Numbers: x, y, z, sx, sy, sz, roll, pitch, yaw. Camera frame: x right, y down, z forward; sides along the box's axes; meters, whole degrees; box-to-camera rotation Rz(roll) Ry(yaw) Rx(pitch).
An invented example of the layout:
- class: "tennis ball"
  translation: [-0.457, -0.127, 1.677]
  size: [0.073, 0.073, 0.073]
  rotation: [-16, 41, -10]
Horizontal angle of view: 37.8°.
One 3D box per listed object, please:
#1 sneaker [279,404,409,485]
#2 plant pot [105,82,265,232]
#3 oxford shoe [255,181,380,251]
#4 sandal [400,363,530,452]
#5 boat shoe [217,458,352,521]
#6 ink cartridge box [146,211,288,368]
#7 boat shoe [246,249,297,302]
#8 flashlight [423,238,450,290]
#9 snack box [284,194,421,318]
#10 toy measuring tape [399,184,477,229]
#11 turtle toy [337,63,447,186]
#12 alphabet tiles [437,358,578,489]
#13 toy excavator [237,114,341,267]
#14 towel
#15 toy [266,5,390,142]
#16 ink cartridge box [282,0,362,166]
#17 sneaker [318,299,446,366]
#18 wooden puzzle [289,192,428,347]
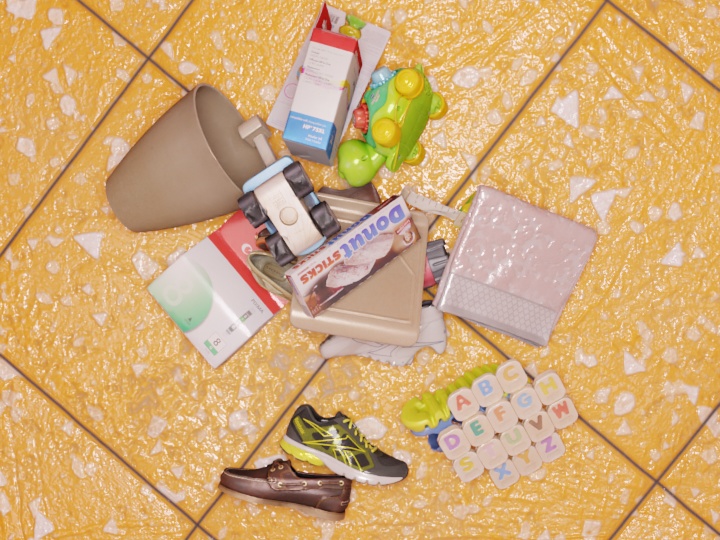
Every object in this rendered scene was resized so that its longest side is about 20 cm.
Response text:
- class: "sneaker"
  translation: [-0.020, 0.257, 1.557]
  size: [0.197, 0.074, 0.086]
  rotation: [16, 92, 4]
- class: "plant pot"
  translation: [-0.265, -0.139, 1.532]
  size: [0.198, 0.187, 0.189]
  rotation: [-27, 89, 17]
- class: "oxford shoe"
  translation: [-0.064, -0.079, 1.568]
  size: [0.197, 0.071, 0.074]
  rotation: [-16, 73, -2]
- class: "sandal"
  translation: [0.159, 0.204, 1.552]
  size: [0.198, 0.080, 0.088]
  rotation: [-21, 120, 0]
- class: "boat shoe"
  translation: [-0.110, 0.315, 1.569]
  size: [0.197, 0.070, 0.071]
  rotation: [12, 99, -4]
- class: "ink cartridge box"
  translation: [-0.195, 0.022, 1.582]
  size: [0.200, 0.050, 0.161]
  rotation: [-42, 88, 6]
- class: "boat shoe"
  translation: [-0.073, 0.023, 1.522]
  size: [0.199, 0.063, 0.074]
  rotation: [26, 82, 19]
- class: "flashlight"
  translation: [0.039, 0.013, 1.557]
  size: [0.197, 0.068, 0.068]
  rotation: [-17, 127, 8]
- class: "snack box"
  translation: [-0.008, -0.021, 1.447]
  size: [0.199, 0.024, 0.072]
  rotation: [-36, 113, -20]
- class: "toy measuring tape"
  translation: [0.151, -0.098, 1.531]
  size: [0.198, 0.074, 0.074]
  rotation: [20, 92, -13]
- class: "turtle toy"
  translation: [0.037, -0.211, 1.525]
  size: [0.100, 0.145, 0.202]
  rotation: [28, 92, 25]
- class: "alphabet tiles"
  translation: [0.214, 0.227, 1.522]
  size: [0.198, 0.015, 0.197]
  rotation: [-30, 117, 2]
- class: "toy excavator"
  translation: [-0.115, -0.119, 1.478]
  size: [0.099, 0.200, 0.196]
  rotation: [-32, 101, 5]
- class: "towel"
  translation: [0.222, -0.002, 1.515]
  size: [0.198, 0.032, 0.193]
  rotation: [20, 99, -18]
- class: "toy"
  translation: [-0.045, -0.281, 1.565]
  size: [0.114, 0.047, 0.202]
  rotation: [24, 87, 10]
- class: "ink cartridge box"
  translation: [-0.046, -0.260, 1.480]
  size: [0.066, 0.116, 0.203]
  rotation: [16, 86, 5]
- class: "sneaker"
  translation: [0.036, 0.105, 1.555]
  size: [0.197, 0.075, 0.088]
  rotation: [-14, 96, 5]
- class: "wooden puzzle"
  translation: [0.000, 0.000, 1.492]
  size: [0.182, 0.037, 0.203]
  rotation: [10, 69, -6]
